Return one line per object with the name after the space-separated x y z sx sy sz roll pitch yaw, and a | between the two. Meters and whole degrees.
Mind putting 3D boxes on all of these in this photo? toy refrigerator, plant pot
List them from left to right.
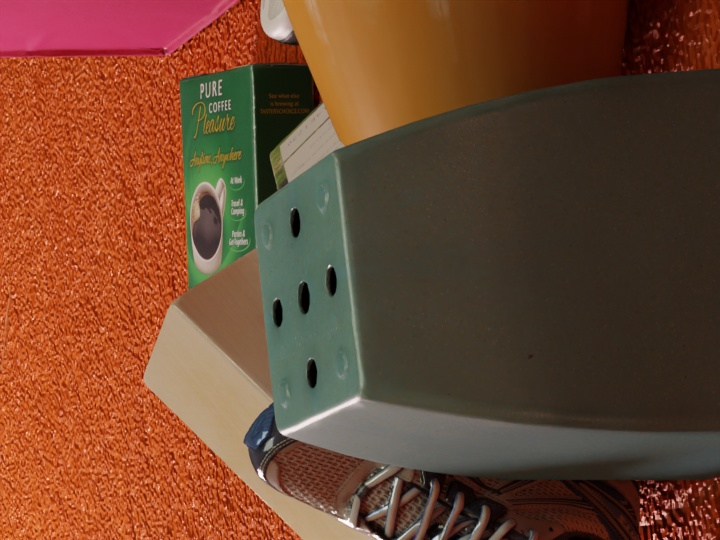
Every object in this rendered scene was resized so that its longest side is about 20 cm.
-0.004 0.085 1.156 0.200 0.076 0.070 43 139 16 | toy refrigerator
0.038 -0.149 1.032 0.200 0.199 0.184 -139 35 -60 | plant pot
0.070 0.007 0.931 0.141 0.199 0.142 151 114 -64 | plant pot

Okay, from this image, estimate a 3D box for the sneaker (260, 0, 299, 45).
-0.068 -0.224 1.342 0.076 0.115 0.202 -146 56 -62 | sneaker

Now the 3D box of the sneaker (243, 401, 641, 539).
0.044 0.098 1.004 0.077 0.199 0.085 -50 37 32 | sneaker

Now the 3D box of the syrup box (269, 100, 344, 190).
0.023 -0.013 1.106 0.079 0.081 0.200 -44 28 15 | syrup box

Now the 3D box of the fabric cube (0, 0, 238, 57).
-0.190 -0.251 1.522 0.196 0.199 0.201 160 106 -65 | fabric cube

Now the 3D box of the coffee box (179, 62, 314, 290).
-0.064 -0.019 1.442 0.123 0.044 0.202 176 91 -67 | coffee box
